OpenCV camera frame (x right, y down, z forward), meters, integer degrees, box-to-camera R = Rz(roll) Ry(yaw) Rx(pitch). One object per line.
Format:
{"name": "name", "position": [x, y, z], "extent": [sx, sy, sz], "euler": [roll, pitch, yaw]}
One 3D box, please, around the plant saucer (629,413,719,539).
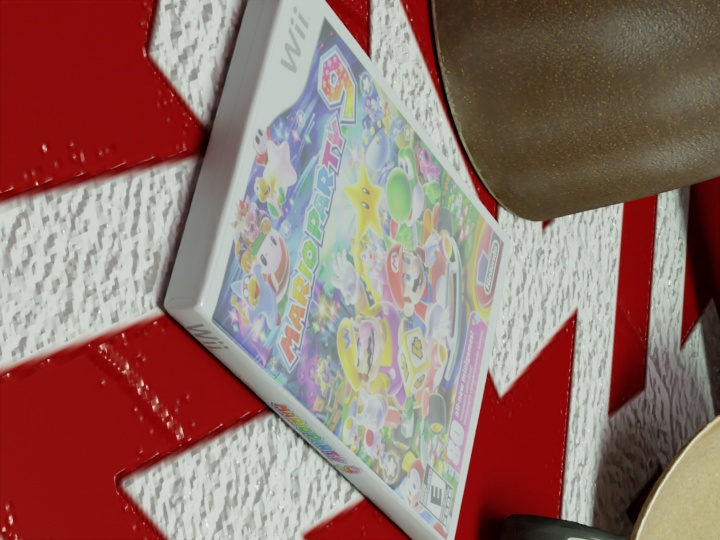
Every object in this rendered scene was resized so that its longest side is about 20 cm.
{"name": "plant saucer", "position": [0.201, 0.150, 1.009], "extent": [0.199, 0.035, 0.202], "euler": [-8, 105, -29]}

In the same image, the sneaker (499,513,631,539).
{"name": "sneaker", "position": [0.116, 0.195, 0.886], "extent": [0.200, 0.075, 0.116], "euler": [41, 64, -36]}

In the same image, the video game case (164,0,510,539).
{"name": "video game case", "position": [0.000, 0.000, 0.758], "extent": [0.200, 0.018, 0.144], "euler": [47, 48, -48]}

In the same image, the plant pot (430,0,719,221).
{"name": "plant pot", "position": [0.160, -0.122, 0.871], "extent": [0.186, 0.198, 0.189], "euler": [11, 77, -59]}
